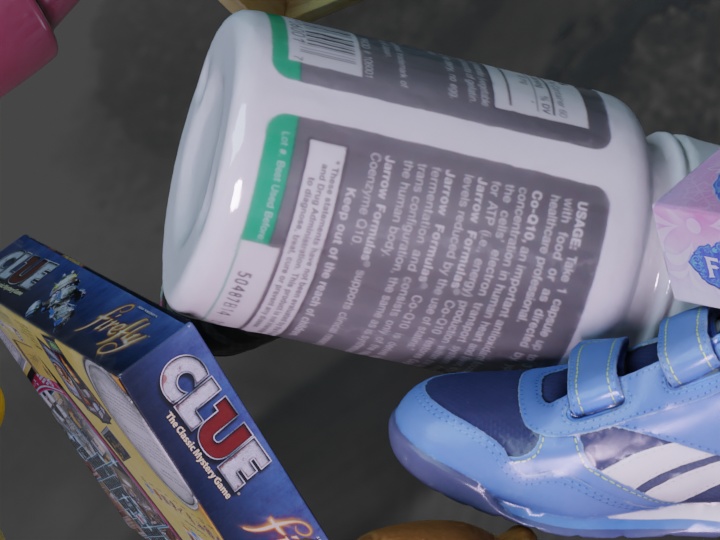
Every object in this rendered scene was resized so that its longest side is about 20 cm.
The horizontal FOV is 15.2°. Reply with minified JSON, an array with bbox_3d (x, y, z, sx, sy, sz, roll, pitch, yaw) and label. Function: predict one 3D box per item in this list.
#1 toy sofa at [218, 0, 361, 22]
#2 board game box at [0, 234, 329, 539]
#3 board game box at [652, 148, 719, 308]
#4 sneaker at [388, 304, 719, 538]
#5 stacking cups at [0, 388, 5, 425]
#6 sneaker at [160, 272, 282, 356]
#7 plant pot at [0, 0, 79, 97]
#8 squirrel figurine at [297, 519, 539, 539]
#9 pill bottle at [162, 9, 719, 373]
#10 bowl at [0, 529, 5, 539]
[{"bbox_3d":[0.021,-0.181,1.193,0.200,0.083,0.098,-19,48,31],"label":"toy sofa"},{"bbox_3d":[-0.079,0.064,1.041,0.035,0.136,0.200,-37,22,-14],"label":"board game box"},{"bbox_3d":[0.233,-0.040,0.879,0.199,0.041,0.200,12,39,44],"label":"board game box"},{"bbox_3d":[0.109,0.045,0.915,0.199,0.083,0.074,3,23,6],"label":"sneaker"},{"bbox_3d":[-0.224,0.014,1.304,0.061,0.060,0.200,-44,39,9],"label":"stacking cups"},{"bbox_3d":[0.000,0.000,1.098,0.199,0.074,0.088,-21,45,23],"label":"sneaker"},{"bbox_3d":[-0.178,-0.209,1.316,0.179,0.200,0.200,-39,43,-8],"label":"plant pot"},{"bbox_3d":[0.011,0.175,0.905,0.200,0.141,0.187,179,86,-69],"label":"squirrel figurine"},{"bbox_3d":[0.036,-0.019,0.977,0.113,0.199,0.113,-167,90,-78],"label":"pill bottle"},{"bbox_3d":[-0.208,0.173,1.140,0.200,0.108,0.201,-21,51,29],"label":"bowl"}]
